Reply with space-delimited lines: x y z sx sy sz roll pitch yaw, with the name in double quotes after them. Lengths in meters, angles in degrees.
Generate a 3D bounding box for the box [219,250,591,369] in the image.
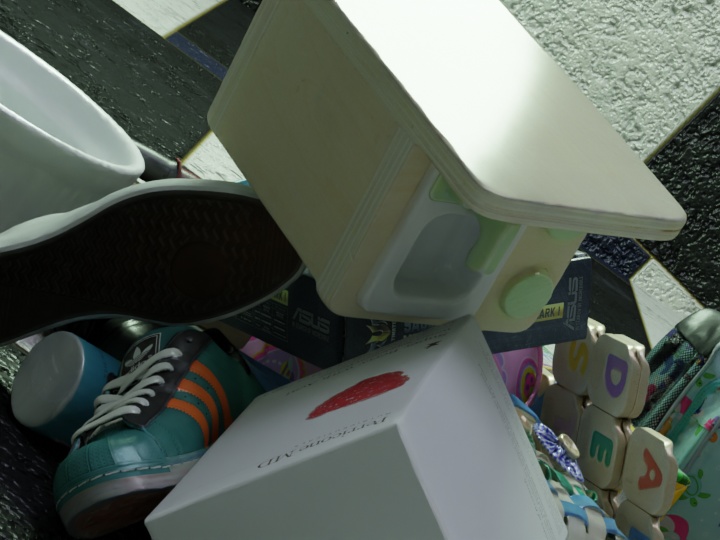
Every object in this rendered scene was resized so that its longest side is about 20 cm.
0.000 0.000 1.357 0.157 0.051 0.200 -8 17 -33 "box"

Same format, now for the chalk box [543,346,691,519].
0.080 0.108 1.604 0.200 0.125 0.124 45 12 34 "chalk box"

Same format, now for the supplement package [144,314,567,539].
0.005 0.112 1.127 0.200 0.121 0.120 -48 116 -74 "supplement package"

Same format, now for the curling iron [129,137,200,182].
-0.113 -0.060 1.656 0.200 0.026 0.050 30 -27 -9 "curling iron"

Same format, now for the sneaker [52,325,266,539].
-0.098 0.071 1.198 0.080 0.071 0.200 65 17 4 "sneaker"

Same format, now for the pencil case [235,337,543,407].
0.014 0.053 1.487 0.087 0.088 0.200 29 -23 -37 "pencil case"

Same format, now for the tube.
-0.090 0.094 1.310 0.200 0.050 0.078 33 30 -41 "tube"

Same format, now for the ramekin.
-0.231 -0.078 1.459 0.200 0.098 0.200 36 9 -6 "ramekin"

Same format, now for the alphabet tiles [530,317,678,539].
0.116 0.129 1.412 0.015 0.200 0.196 6 10 -22 "alphabet tiles"

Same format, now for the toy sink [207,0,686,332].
0.036 -0.044 1.214 0.130 0.112 0.200 5 35 -39 "toy sink"

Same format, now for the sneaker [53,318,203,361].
-0.142 0.027 1.406 0.104 0.060 0.200 37 6 11 "sneaker"

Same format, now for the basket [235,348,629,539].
0.031 0.116 1.337 0.200 0.139 0.176 31 1 37 "basket"

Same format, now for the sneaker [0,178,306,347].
-0.116 -0.011 1.290 0.085 0.200 0.073 -50 130 -71 "sneaker"

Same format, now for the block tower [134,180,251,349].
-0.125 0.002 1.587 0.058 0.054 0.200 33 9 -27 "block tower"

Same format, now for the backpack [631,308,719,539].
0.236 0.153 1.732 0.177 0.200 0.151 37 13 -21 "backpack"

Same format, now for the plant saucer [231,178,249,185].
-0.021 -0.041 1.380 0.070 0.019 0.200 11 18 34 "plant saucer"
